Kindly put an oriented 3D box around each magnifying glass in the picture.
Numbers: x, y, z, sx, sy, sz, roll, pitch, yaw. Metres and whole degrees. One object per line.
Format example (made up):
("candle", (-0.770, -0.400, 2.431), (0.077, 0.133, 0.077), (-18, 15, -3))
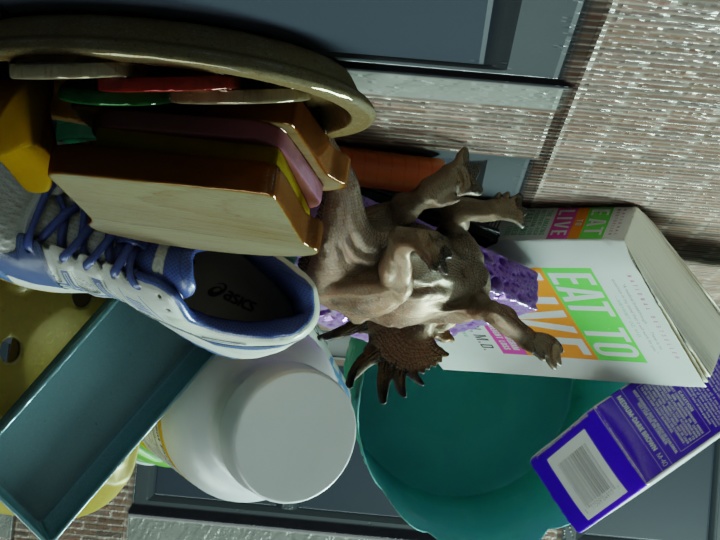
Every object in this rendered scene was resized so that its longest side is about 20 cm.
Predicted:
("magnifying glass", (-0.055, -0.060, 1.088), (0.198, 0.023, 0.080), (9, 173, -14))

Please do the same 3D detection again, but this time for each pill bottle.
("pill bottle", (-0.078, 0.068, 1.211), (0.104, 0.105, 0.200), (8, -173, -29))

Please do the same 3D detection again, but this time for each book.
("book", (0.106, 0.010, 1.311), (0.199, 0.048, 0.134), (0, 143, 39))

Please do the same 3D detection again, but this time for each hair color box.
("hair color box", (0.216, 0.082, 1.389), (0.199, 0.065, 0.109), (-29, 169, -28))

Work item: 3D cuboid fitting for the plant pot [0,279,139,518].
("plant pot", (-0.212, 0.040, 1.173), (0.195, 0.196, 0.199), (16, 175, -42))

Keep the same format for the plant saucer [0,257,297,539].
("plant saucer", (-0.117, 0.043, 1.096), (0.019, 0.200, 0.070), (24, 158, 52))

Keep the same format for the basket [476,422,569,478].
("basket", (0.131, 0.087, 1.679), (0.135, 0.124, 0.200), (-17, 174, -4))

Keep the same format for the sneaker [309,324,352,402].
("sneaker", (-0.052, 0.030, 1.379), (0.072, 0.073, 0.200), (16, 153, 39))

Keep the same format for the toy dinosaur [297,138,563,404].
("toy dinosaur", (0.015, 0.005, 1.100), (0.135, 0.086, 0.200), (-16, 146, 34))

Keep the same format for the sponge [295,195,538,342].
("sponge", (0.000, 0.000, 1.219), (0.111, 0.030, 0.199), (-18, 152, 38))

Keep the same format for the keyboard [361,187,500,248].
("keyboard", (-0.021, -0.039, 1.220), (0.199, 0.040, 0.104), (18, 149, -39))

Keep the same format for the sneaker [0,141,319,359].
("sneaker", (-0.109, -0.016, 1.031), (0.199, 0.076, 0.088), (19, 171, -18))

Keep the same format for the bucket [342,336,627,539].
("bucket", (0.084, 0.084, 1.494), (0.205, 0.209, 0.135), (6, -176, -9))

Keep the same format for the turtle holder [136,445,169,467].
("turtle holder", (-0.161, 0.061, 1.478), (0.184, 0.142, 0.131), (8, 175, -33))

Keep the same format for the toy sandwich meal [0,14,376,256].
("toy sandwich meal", (-0.086, -0.054, 0.910), (0.203, 0.071, 0.205), (5, 174, 1))
